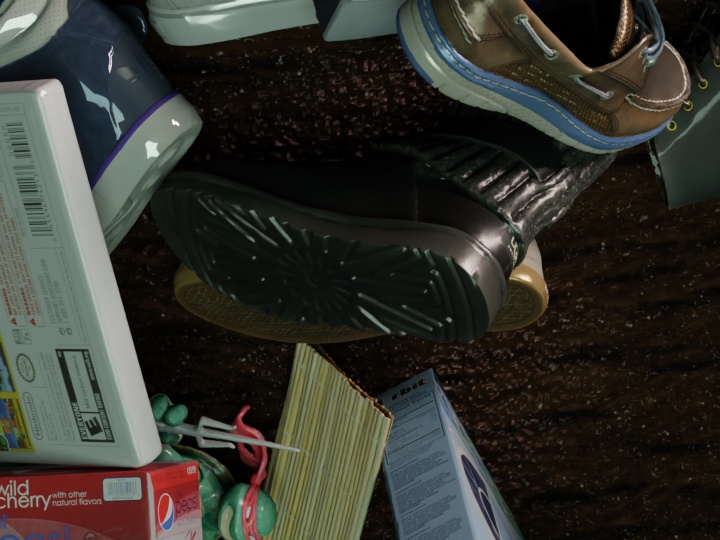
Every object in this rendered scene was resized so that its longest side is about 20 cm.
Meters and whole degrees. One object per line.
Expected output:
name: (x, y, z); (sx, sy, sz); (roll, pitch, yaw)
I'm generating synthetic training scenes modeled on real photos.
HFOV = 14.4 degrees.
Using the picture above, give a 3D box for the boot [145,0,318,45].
boot: (-0.016, -0.179, 1.421); (0.199, 0.074, 0.096); (-13, 114, -2)

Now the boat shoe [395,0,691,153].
boat shoe: (0.107, -0.107, 1.372); (0.072, 0.073, 0.199); (-32, 157, 34)

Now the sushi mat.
sushi mat: (-0.031, 0.144, 1.558); (0.012, 0.096, 0.201); (-3, 118, -36)

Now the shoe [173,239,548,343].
shoe: (0.000, 0.000, 1.521); (0.199, 0.054, 0.070); (1, 147, -1)

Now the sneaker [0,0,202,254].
sneaker: (-0.182, -0.068, 1.469); (0.146, 0.081, 0.200); (45, 126, 3)

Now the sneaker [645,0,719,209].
sneaker: (0.191, -0.121, 1.462); (0.106, 0.075, 0.201); (-12, 116, 0)

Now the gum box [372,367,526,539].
gum box: (0.068, 0.169, 1.515); (0.044, 0.200, 0.170); (-27, 114, 7)

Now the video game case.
video game case: (-0.198, 0.004, 1.449); (0.181, 0.023, 0.201); (-1, 112, 37)

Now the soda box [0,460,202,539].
soda box: (-0.184, 0.135, 1.477); (0.199, 0.070, 0.064); (-3, 91, 20)

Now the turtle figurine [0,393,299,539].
turtle figurine: (-0.121, 0.136, 1.541); (0.199, 0.101, 0.151); (0, 97, 14)

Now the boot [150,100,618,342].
boot: (0.014, -0.046, 1.458); (0.210, 0.158, 0.080); (14, 138, 24)

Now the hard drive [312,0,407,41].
hard drive: (0.063, -0.195, 1.390); (0.199, 0.042, 0.136); (-15, 88, -12)
